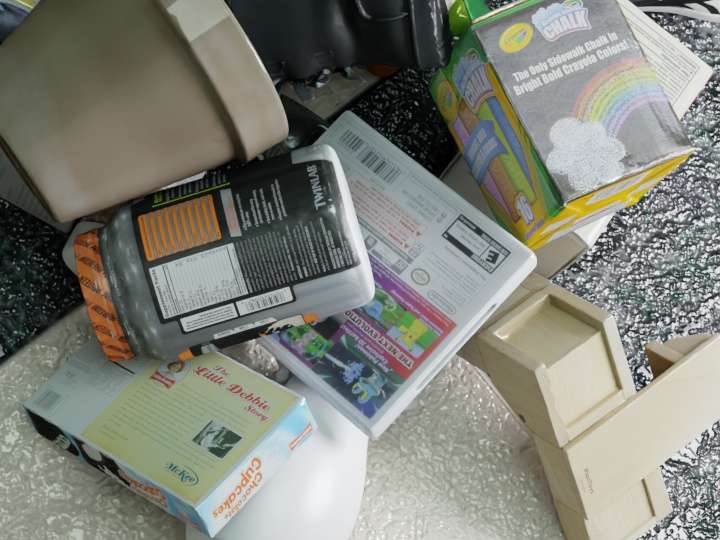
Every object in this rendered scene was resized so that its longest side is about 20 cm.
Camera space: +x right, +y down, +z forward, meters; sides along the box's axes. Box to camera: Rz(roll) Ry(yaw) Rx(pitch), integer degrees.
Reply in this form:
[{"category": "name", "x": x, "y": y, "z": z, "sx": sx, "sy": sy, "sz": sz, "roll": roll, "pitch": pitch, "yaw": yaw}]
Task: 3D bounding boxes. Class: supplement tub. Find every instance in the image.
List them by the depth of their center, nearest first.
[{"category": "supplement tub", "x": -0.098, "y": -0.008, "z": 1.592, "sx": 0.199, "sy": 0.123, "sz": 0.123, "roll": -16, "pitch": 77, "yaw": 2}]

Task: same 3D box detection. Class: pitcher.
[{"category": "pitcher", "x": -0.070, "y": 0.135, "z": 1.653, "sx": 0.171, "sy": 0.122, "sz": 0.201, "roll": 23, "pitch": 56, "yaw": 11}]

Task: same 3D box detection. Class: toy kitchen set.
[{"category": "toy kitchen set", "x": 0.175, "y": 0.083, "z": 1.755, "sx": 0.163, "sy": 0.180, "sz": 0.201, "roll": -33, "pitch": 124, "yaw": -19}]

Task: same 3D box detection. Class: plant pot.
[{"category": "plant pot", "x": -0.175, "y": -0.129, "z": 1.562, "sx": 0.173, "sy": 0.200, "sz": 0.201, "roll": -35, "pitch": 85, "yaw": -8}]

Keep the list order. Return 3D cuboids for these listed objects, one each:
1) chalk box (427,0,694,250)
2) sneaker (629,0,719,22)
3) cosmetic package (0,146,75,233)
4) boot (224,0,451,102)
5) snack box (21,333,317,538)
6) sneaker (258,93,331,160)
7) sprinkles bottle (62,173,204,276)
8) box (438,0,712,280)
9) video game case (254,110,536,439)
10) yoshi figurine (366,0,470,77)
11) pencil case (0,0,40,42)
[{"category": "chalk box", "x": 0.138, "y": -0.137, "z": 1.667, "sx": 0.124, "sy": 0.124, "sz": 0.201, "roll": -22, "pitch": 79, "yaw": -19}, {"category": "sneaker", "x": 0.299, "y": -0.262, "z": 1.875, "sx": 0.199, "sy": 0.112, "sz": 0.074, "roll": -6, "pitch": 76, "yaw": -18}, {"category": "cosmetic package", "x": -0.285, "y": -0.118, "z": 1.666, "sx": 0.199, "sy": 0.101, "sz": 0.072, "roll": 29, "pitch": 66, "yaw": -7}, {"category": "boot", "x": -0.025, "y": -0.223, "z": 1.610, "sx": 0.161, "sy": 0.073, "sz": 0.200, "roll": -3, "pitch": 113, "yaw": 14}, {"category": "snack box", "x": -0.140, "y": 0.106, "z": 1.608, "sx": 0.199, "sy": 0.037, "sz": 0.116, "roll": 25, "pitch": 60, "yaw": 39}, {"category": "sneaker", "x": -0.009, "y": -0.072, "z": 1.737, "sx": 0.066, "sy": 0.091, "sz": 0.200, "roll": -40, "pitch": 87, "yaw": -24}, {"category": "sprinkles bottle", "x": -0.155, "y": -0.077, "z": 1.709, "sx": 0.068, "sy": 0.068, "sz": 0.201, "roll": 30, "pitch": 67, "yaw": -6}, {"category": "box", "x": 0.171, "y": -0.113, "z": 1.793, "sx": 0.128, "sy": 0.109, "sz": 0.200, "roll": 38, "pitch": 67, "yaw": -1}, {"category": "video game case", "x": 0.000, "y": 0.000, "z": 1.651, "sx": 0.200, "sy": 0.023, "sz": 0.182, "roll": 39, "pitch": 79, "yaw": 25}, {"category": "yoshi figurine", "x": 0.037, "y": -0.229, "z": 1.737, "sx": 0.112, "sy": 0.200, "sz": 0.113, "roll": -7, "pitch": 82, "yaw": -14}, {"category": "pencil case", "x": -0.235, "y": -0.266, "z": 1.735, "sx": 0.091, "sy": 0.083, "sz": 0.201, "roll": 35, "pitch": 64, "yaw": -28}]
